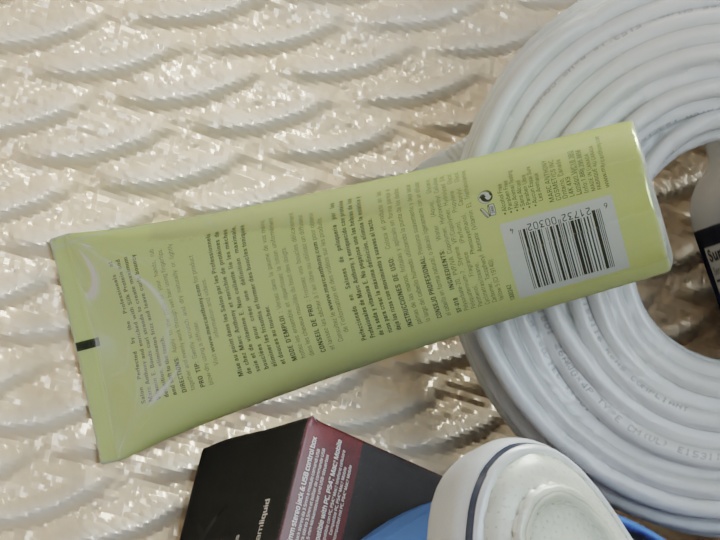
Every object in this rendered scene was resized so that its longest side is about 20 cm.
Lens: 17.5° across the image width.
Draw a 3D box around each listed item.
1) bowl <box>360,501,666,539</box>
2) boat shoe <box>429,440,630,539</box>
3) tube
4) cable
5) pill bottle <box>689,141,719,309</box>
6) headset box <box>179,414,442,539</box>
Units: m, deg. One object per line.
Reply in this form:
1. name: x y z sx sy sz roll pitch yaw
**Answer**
1. bowl: 0.057 0.167 0.723 0.199 0.039 0.202 8 74 -32
2. boat shoe: 0.088 0.140 0.664 0.074 0.086 0.203 -20 90 -35
3. tube: 0.000 0.000 0.767 0.058 0.199 0.052 -100 172 -47
4. cable: 0.128 -0.009 0.813 0.200 0.069 0.200 -45 86 3
5. pill bottle: 0.194 0.001 0.900 0.115 0.116 0.201 -17 87 -35
6. headset box: 0.012 0.148 0.768 0.199 0.077 0.150 27 65 -26
